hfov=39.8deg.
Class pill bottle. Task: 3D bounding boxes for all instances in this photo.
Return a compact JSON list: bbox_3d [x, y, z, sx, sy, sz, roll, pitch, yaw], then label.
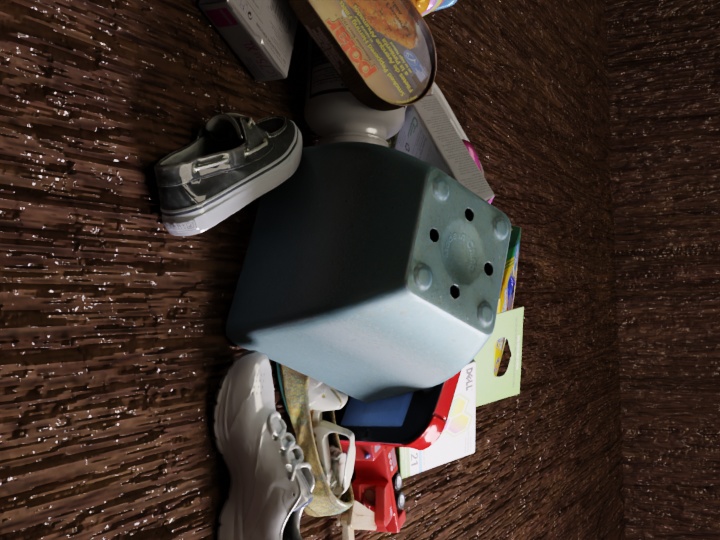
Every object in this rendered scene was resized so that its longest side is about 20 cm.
[{"bbox_3d":[-0.005,-0.216,1.073,0.112,0.110,0.205,22,68,-64],"label":"pill bottle"}]

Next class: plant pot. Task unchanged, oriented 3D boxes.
[{"bbox_3d":[0.025,-0.005,0.922,0.194,0.198,0.200,28,65,-34],"label":"plant pot"}]

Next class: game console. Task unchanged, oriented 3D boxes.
[{"bbox_3d":[0.040,0.098,1.039,0.031,0.199,0.180,27,71,-27],"label":"game console"}]

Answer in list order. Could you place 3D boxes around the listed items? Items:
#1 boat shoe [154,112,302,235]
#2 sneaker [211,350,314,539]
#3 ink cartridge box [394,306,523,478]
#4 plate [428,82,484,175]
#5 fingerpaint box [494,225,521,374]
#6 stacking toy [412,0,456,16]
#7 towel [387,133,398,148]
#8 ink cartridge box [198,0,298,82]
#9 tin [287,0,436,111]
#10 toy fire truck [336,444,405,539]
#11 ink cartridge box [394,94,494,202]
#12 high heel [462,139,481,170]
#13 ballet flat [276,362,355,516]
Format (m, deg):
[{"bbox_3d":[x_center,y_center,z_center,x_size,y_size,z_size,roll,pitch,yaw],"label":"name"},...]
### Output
[{"bbox_3d":[-0.109,-0.103,0.870,0.200,0.071,0.072,-52,139,-53],"label":"boat shoe"},{"bbox_3d":[-0.081,0.173,0.892,0.074,0.085,0.205,-8,94,-64],"label":"sneaker"},{"bbox_3d":[0.122,0.143,1.195,0.076,0.196,0.150,-125,-155,-51],"label":"ink cartridge box"},{"bbox_3d":[0.117,-0.170,1.320,0.202,0.032,0.200,57,18,-17],"label":"plate"},{"bbox_3d":[0.183,0.059,1.467,0.168,0.072,0.203,-64,159,-48],"label":"fingerpaint box"},{"bbox_3d":[0.062,-0.339,1.180,0.201,0.107,0.118,-88,165,-61],"label":"stacking toy"},{"bbox_3d":[0.060,-0.120,1.305,0.148,0.036,0.205,15,74,-66],"label":"towel"},{"bbox_3d":[-0.094,-0.302,0.965,0.119,0.041,0.204,48,47,-55],"label":"ink cartridge box"},{"bbox_3d":[-0.001,-0.251,0.989,0.201,0.042,0.112,53,54,-18],"label":"tin"},{"bbox_3d":[0.003,0.272,1.120,0.141,0.048,0.204,-40,124,-61],"label":"toy fire truck"},{"bbox_3d":[0.087,-0.053,1.101,0.202,0.043,0.198,63,-25,27],"label":"ink cartridge box"},{"bbox_3d":[0.106,-0.050,1.194,0.096,0.066,0.204,-59,154,-60],"label":"high heel"},{"bbox_3d":[-0.039,0.153,1.014,0.071,0.069,0.204,-27,112,-64],"label":"ballet flat"}]
